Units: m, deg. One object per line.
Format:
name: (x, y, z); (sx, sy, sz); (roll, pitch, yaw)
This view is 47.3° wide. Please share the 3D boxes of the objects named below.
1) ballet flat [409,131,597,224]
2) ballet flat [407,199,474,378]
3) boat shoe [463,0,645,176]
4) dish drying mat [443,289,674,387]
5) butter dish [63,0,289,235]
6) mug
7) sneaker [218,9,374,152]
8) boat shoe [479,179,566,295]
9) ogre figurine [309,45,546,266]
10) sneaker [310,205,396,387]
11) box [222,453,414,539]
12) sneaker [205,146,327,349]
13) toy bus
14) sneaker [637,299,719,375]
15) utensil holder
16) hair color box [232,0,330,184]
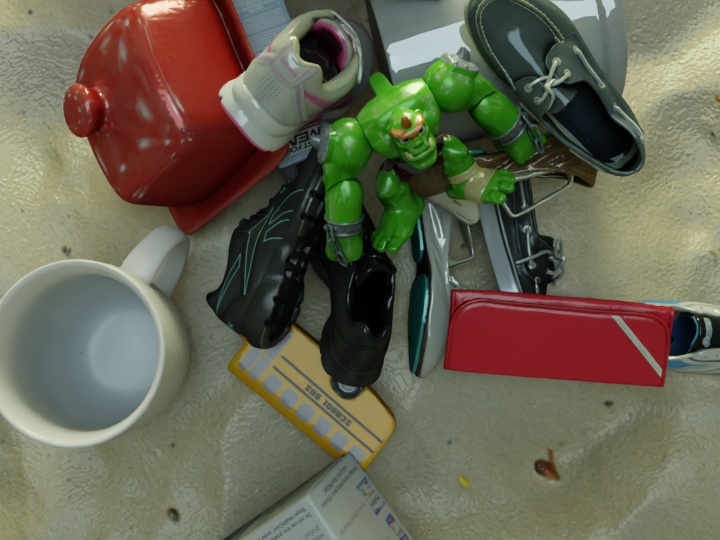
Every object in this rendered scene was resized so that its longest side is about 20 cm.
ballet flat: (0.121, -0.082, 0.745); (0.198, 0.068, 0.073); (-10, 91, 1)
ballet flat: (0.079, 0.002, 0.790); (0.069, 0.069, 0.202); (-1, 82, 1)
boat shoe: (0.161, -0.150, 0.658); (0.073, 0.062, 0.200); (-41, 111, 18)
dish drying mat: (0.177, 0.061, 0.737); (0.198, 0.018, 0.078); (4, 104, 1)
butter dish: (-0.189, -0.144, 0.725); (0.199, 0.147, 0.201); (-30, 80, 43)
mug: (-0.212, 0.050, 0.731); (0.147, 0.175, 0.201); (29, 86, 3)
sneaker: (-0.028, -0.170, 0.678); (0.088, 0.200, 0.081); (-34, 103, 37)
boat shoe: (0.161, -0.013, 0.783); (0.068, 0.074, 0.201); (-16, 76, 14)
ogre figurine: (0.042, -0.094, 0.665); (0.199, 0.099, 0.120); (-19, 126, 19)
sneaker: (0.000, 0.000, 0.751); (0.075, 0.091, 0.201); (1, 57, -20)
box: (-0.034, 0.301, 0.717); (0.184, 0.105, 0.201); (-38, 85, 20)
sneaker: (-0.072, -0.035, 0.718); (0.079, 0.075, 0.201); (27, 92, 23)
toy bus: (-0.055, 0.098, 0.781); (0.200, 0.065, 0.078); (39, 88, 3)
sneaker: (0.337, 0.064, 0.775); (0.198, 0.072, 0.073); (2, 83, 0)
utensil holder: (0.117, -0.205, 0.755); (0.198, 0.170, 0.171); (-15, 85, 2)
hair color box: (-0.081, -0.189, 0.788); (0.060, 0.099, 0.202); (-19, 85, -2)
